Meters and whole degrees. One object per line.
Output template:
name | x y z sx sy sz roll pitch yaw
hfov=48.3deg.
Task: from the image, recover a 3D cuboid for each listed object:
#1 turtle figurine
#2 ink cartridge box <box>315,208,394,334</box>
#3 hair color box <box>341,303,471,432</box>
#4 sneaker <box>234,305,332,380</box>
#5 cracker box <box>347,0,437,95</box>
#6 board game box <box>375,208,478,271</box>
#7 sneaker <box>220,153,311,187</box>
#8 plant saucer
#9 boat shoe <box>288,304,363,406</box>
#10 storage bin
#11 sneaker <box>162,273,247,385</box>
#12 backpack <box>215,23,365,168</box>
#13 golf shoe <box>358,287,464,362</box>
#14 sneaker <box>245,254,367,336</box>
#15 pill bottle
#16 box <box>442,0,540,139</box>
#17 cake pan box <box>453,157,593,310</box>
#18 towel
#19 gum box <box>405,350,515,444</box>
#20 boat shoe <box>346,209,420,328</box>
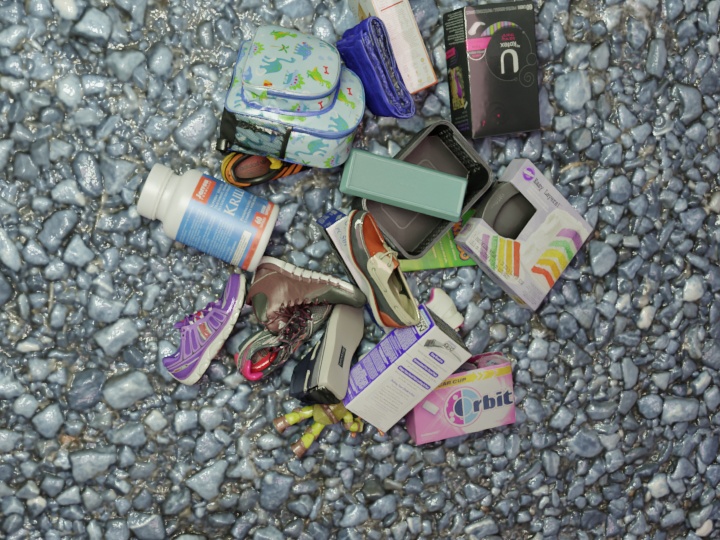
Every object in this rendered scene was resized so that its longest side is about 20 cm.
turtle figurine | -0.056 0.246 1.362 0.161 0.064 0.201 -37 107 -4
ink cartridge box | 0.000 0.000 1.312 0.044 0.094 0.202 -32 107 -6
hair color box | 0.069 0.160 1.300 0.200 0.065 0.109 -42 129 12
sneaker | -0.118 0.106 1.315 0.200 0.075 0.081 -46 107 -2
cracker box | 0.040 -0.369 1.227 0.057 0.134 0.202 -24 105 -7
board game box | 0.116 -0.051 1.365 0.197 0.030 0.097 -5 101 -10
sneaker | -0.119 -0.176 1.249 0.198 0.090 0.071 -22 106 -8
plant saucer | 0.070 -0.132 1.232 0.197 0.019 0.071 13 87 -11
boat shoe | -0.059 0.131 1.315 0.092 0.202 0.075 -17 129 33
storage bin | 0.097 -0.126 1.294 0.200 0.094 0.135 -45 99 -7
sneaker | -0.248 0.087 1.279 0.083 0.081 0.201 33 92 -10
backpack | -0.093 -0.249 1.172 0.197 0.185 0.148 14 141 -9
golf shoe | 0.076 0.101 1.371 0.198 0.075 0.092 -27 91 -9
sneaker | -0.093 0.057 1.266 0.198 0.076 0.117 17 76 21
pill bottle | -0.232 -0.085 1.223 0.198 0.112 0.114 23 95 -10
box | 0.210 -0.321 1.293 0.120 0.106 0.203 -10 104 -11
cake pan box | 0.278 -0.064 1.375 0.200 0.052 0.185 42 80 -21
towel | 0.017 -0.296 1.202 0.049 0.200 0.149 -24 105 -5
gum box | 0.177 0.221 1.413 0.197 0.066 0.115 -10 105 -12
boat shoe | 0.035 -0.002 1.224 0.071 0.062 0.202 -41 119 -44
